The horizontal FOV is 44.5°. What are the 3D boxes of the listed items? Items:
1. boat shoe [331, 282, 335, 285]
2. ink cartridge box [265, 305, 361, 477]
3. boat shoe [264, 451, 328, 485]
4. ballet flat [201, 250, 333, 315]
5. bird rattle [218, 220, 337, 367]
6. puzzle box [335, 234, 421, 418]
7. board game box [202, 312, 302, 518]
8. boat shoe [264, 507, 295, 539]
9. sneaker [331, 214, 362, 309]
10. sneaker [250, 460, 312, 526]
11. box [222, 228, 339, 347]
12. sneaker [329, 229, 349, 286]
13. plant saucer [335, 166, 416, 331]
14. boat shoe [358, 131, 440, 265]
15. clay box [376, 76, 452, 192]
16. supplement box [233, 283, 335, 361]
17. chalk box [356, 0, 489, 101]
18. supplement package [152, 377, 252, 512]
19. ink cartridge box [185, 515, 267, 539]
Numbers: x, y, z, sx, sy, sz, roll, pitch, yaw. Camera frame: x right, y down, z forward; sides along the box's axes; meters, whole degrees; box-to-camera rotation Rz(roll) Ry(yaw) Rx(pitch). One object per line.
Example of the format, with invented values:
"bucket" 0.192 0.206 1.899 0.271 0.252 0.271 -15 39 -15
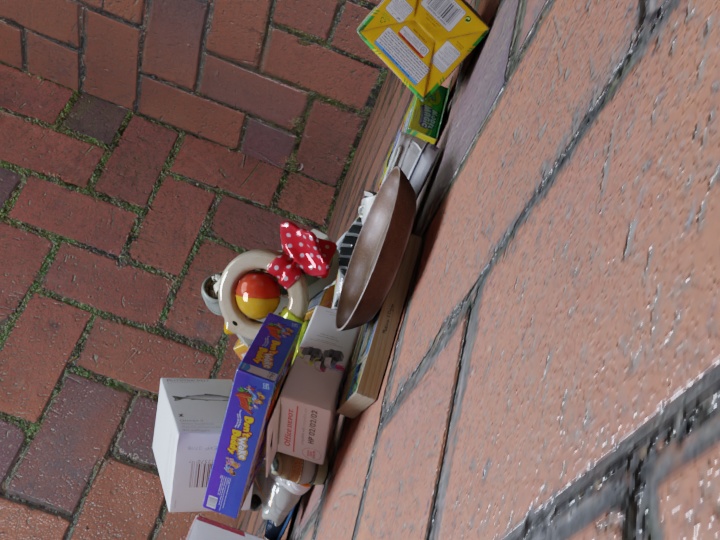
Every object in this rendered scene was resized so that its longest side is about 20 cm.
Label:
"boat shoe" -0.007 0.022 1.426 0.062 0.072 0.201 46 118 35
"ink cartridge box" -0.057 0.158 1.108 0.201 0.067 0.116 -69 -10 -45
"boat shoe" -0.103 0.223 1.198 0.200 0.068 0.076 -144 64 -66
"ballet flat" -0.136 0.007 1.274 0.064 0.198 0.068 67 -179 -54
"bird rattle" -0.118 0.031 1.212 0.113 0.161 0.202 -73 -15 -69
"puzzle box" 0.021 0.067 1.041 0.133 0.025 0.202 120 168 -68
"board game box" -0.127 0.170 1.046 0.135 0.044 0.202 -68 -5 -63
"boat shoe" -0.122 0.319 1.366 0.084 0.068 0.201 116 172 -52
"sneaker" 0.000 0.000 1.229 0.090 0.077 0.202 -87 17 -80
"sneaker" -0.150 0.295 1.287 0.092 0.075 0.200 -57 32 -2
"box" -0.121 0.025 1.357 0.199 0.069 0.082 -39 21 -11
"sneaker" -0.034 0.018 1.537 0.071 0.072 0.202 -114 44 -78
"plant saucer" 0.021 -0.020 1.021 0.200 0.034 0.202 -160 90 -81
"boat shoe" 0.030 -0.081 1.135 0.201 0.065 0.072 -63 -4 16
"clay box" 0.075 -0.184 1.276 0.201 0.047 0.116 114 173 -49
"supplement box" -0.097 0.093 1.361 0.199 0.067 0.069 -26 20 25
"chalk box" 0.076 -0.318 1.166 0.124 0.124 0.200 -46 10 11
"supplement package" -0.226 0.244 1.263 0.200 0.116 0.119 -143 59 -65
"ink cartridge box" -0.206 0.466 1.283 0.200 0.144 0.146 119 169 -60
